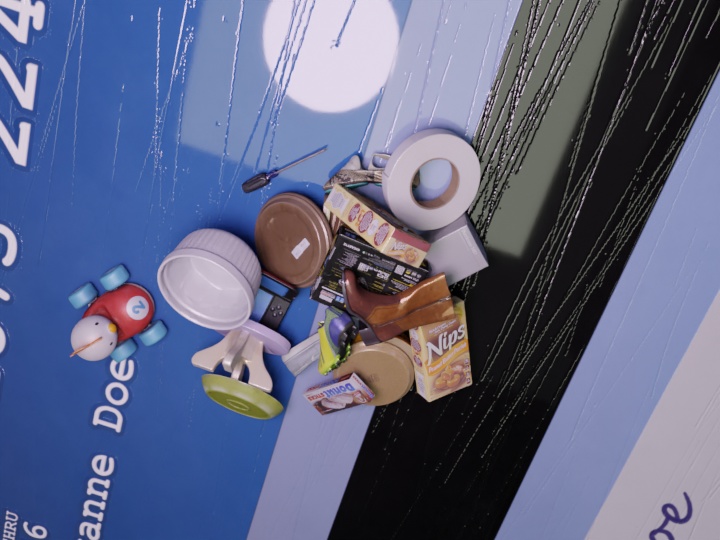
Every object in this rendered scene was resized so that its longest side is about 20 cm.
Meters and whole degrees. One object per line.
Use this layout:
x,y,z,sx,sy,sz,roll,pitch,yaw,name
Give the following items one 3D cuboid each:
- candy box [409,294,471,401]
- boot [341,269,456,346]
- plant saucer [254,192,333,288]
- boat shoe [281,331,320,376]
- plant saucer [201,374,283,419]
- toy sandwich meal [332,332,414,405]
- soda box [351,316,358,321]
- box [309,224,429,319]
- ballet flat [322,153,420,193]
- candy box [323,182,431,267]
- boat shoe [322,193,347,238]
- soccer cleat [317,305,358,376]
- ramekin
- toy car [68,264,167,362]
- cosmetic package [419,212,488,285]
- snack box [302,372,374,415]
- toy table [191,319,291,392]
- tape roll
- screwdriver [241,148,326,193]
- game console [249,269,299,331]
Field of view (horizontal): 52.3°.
0.171,0.166,1.575,0.114,0.055,0.203,-18,113,-22,candy box
0.073,0.050,1.419,0.197,0.069,0.190,-19,116,10,boot
-0.145,-0.059,1.514,0.197,0.029,0.204,9,108,29,plant saucer
-0.083,0.171,1.618,0.199,0.070,0.072,-32,89,23,boat shoe
-0.269,0.289,1.639,0.197,0.031,0.201,18,154,9,plant saucer
0.033,0.213,1.636,0.201,0.071,0.208,2,123,3,toy sandwich meal
0.000,0.000,1.547,0.063,0.069,0.203,17,111,-2,soda box
0.017,0.019,1.468,0.197,0.050,0.161,21,118,-10,box
0.021,-0.197,1.478,0.196,0.068,0.077,-2,91,0,ballet flat
0.030,-0.088,1.399,0.115,0.200,0.056,20,106,-46,candy box
-0.050,-0.059,1.527,0.067,0.072,0.203,5,117,-3,boat shoe
-0.060,0.145,1.521,0.084,0.064,0.201,43,144,17,soccer cleat
-0.289,0.011,1.450,0.197,0.106,0.202,11,136,11,ramekin
-0.546,0.125,1.575,0.175,0.201,0.186,-26,108,14,toy car
0.155,-0.023,1.516,0.198,0.091,0.108,-28,109,19,cosmetic package
-0.051,0.277,1.632,0.072,0.024,0.199,47,142,-12,snack box
-0.262,0.179,1.588,0.197,0.119,0.185,14,154,15,toy table
0.140,-0.177,1.443,0.199,0.037,0.206,-9,122,-15,tape roll
-0.156,-0.208,1.504,0.198,0.029,0.028,-25,108,10,screwdriver
-0.247,0.052,1.561,0.198,0.119,0.174,28,105,-6,game console
